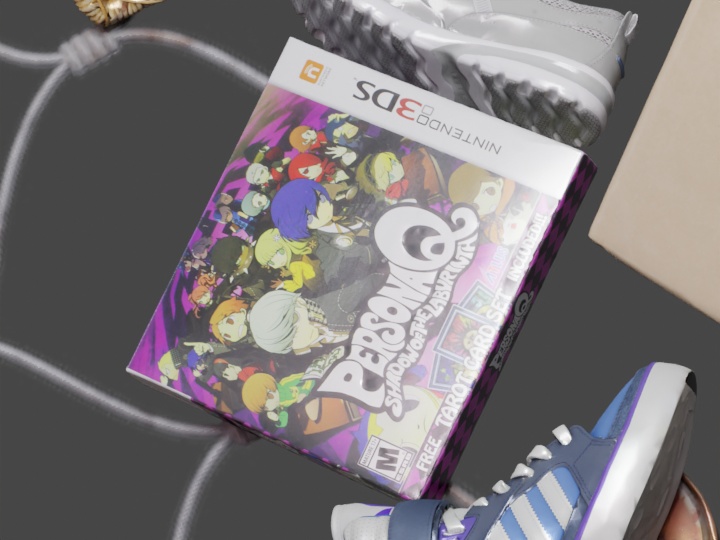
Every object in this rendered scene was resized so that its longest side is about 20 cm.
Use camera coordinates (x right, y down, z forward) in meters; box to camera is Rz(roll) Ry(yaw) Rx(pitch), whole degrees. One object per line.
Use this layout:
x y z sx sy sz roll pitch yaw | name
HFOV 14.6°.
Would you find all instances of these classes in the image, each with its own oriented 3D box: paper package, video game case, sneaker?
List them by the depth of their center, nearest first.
0.239 -0.049 1.319 0.200 0.103 0.191 34 114 24 | paper package
0.059 0.115 1.323 0.146 0.081 0.200 21 82 20 | sneaker
0.000 0.000 1.443 0.181 0.036 0.200 24 83 24 | video game case
0.053 -0.131 1.478 0.200 0.075 0.082 24 63 18 | sneaker

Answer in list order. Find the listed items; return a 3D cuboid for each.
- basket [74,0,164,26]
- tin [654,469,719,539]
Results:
-0.108 -0.258 1.528 0.200 0.143 0.149 -27 63 6 | basket
0.108 0.183 1.346 0.112 0.042 0.200 12 73 17 | tin
